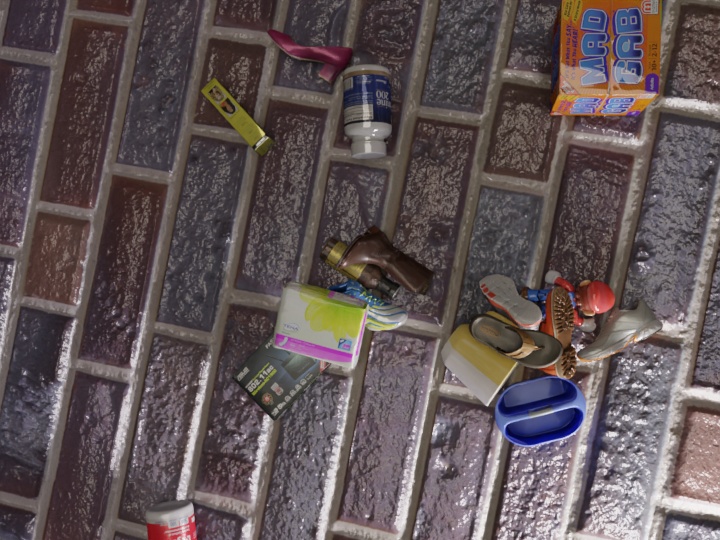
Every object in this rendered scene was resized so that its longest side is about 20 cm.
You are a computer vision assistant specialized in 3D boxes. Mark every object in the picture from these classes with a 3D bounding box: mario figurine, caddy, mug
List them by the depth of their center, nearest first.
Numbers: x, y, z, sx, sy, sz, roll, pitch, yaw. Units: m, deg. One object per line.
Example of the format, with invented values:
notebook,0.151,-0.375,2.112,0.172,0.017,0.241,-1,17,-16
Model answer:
caddy,0.399,0.311,1.686,0.199,0.105,0.142,-16,86,8
mug,0.276,0.183,1.695,0.153,0.149,0.187,36,96,16
mario figurine,0.471,0.071,1.710,0.199,0.106,0.124,-6,124,18

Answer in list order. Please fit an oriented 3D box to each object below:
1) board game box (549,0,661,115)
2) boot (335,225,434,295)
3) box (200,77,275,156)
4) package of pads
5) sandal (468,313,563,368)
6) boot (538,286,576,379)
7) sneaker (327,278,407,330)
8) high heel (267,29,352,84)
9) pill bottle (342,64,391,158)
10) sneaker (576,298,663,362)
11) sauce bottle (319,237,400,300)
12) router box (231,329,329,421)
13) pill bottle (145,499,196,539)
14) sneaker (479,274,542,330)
board game box,0.522,-0.455,1.635,0.199,0.200,0.201,1,90,9
boot,0.062,0.000,1.718,0.200,0.186,0.064,42,136,6
box,-0.293,-0.367,1.817,0.050,0.075,0.200,-43,83,3
package of pads,-0.090,0.118,1.705,0.199,0.068,0.155,14,105,6
sandal,0.322,0.145,1.579,0.200,0.055,0.082,25,91,11
boot,0.410,0.132,1.658,0.107,0.075,0.201,7,103,48
sneaker,0.008,0.077,1.744,0.199,0.076,0.105,3,129,9
high heel,-0.120,-0.536,1.792,0.200,0.067,0.096,35,104,2
pill bottle,0.017,-0.365,1.752,0.111,0.111,0.201,-2,89,8
sneaker,0.565,0.134,1.691,0.200,0.076,0.092,-27,78,-1
sauce bottle,0.000,0.000,1.772,0.200,0.065,0.065,34,94,6
router box,-0.184,0.233,1.794,0.150,0.062,0.200,43,95,8
pill bottle,-0.444,0.659,1.800,0.112,0.112,0.201,-8,88,8
sneaker,0.329,0.085,1.689,0.077,0.200,0.082,-21,128,-12
